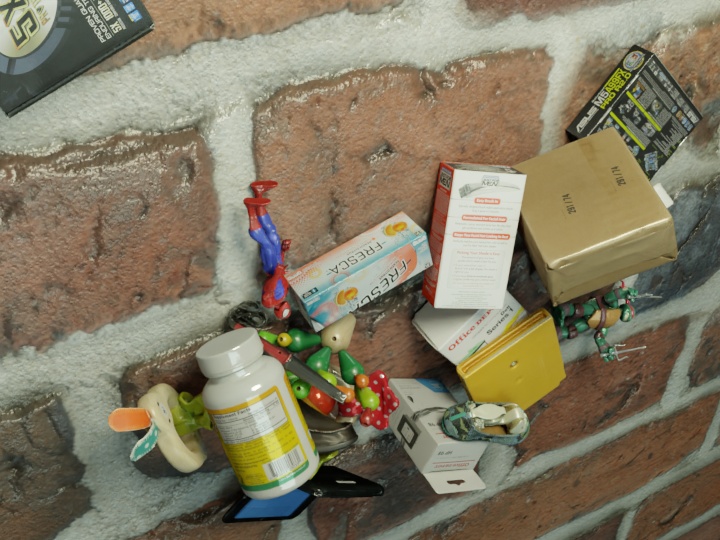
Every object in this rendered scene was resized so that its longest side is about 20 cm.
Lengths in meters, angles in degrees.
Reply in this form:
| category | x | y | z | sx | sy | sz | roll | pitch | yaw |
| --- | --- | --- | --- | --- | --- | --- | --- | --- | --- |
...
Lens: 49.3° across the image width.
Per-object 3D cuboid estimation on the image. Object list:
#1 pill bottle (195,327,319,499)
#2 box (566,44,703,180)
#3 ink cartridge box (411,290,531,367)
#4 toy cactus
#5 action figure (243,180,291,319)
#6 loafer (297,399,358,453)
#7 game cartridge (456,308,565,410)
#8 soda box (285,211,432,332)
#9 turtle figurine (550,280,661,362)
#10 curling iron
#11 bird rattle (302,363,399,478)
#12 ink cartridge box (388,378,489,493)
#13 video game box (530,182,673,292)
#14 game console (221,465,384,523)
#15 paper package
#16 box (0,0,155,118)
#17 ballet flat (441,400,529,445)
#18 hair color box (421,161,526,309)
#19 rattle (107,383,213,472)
| category | x | y | z | sx | sy | sz | roll | pitch | yaw |
| --- | --- | --- | --- | --- | --- | --- | --- | --- | --- |
| pill bottle | -0.137 | 0.182 | 1.015 | 0.112 | 0.113 | 0.201 | -25 | 105 | -15 |
| box | 0.430 | -0.229 | 1.221 | 0.200 | 0.044 | 0.160 | 27 | 106 | -42 |
| ink cartridge box | 0.200 | 0.095 | 1.286 | 0.145 | 0.084 | 0.200 | -45 | 135 | 6 |
| toy cactus | -0.050 | 0.129 | 1.118 | 0.103 | 0.199 | 0.165 | 102 | 15 | -45 |
| action figure | -0.113 | -0.015 | 1.016 | 0.051 | 0.066 | 0.201 | 1 | 128 | 3 |
| loafer | -0.100 | 0.215 | 1.130 | 0.073 | 0.199 | 0.072 | -3 | 99 | -77 |
| game cartridge | 0.255 | 0.172 | 1.304 | 0.176 | 0.032 | 0.200 | -33 | 139 | -6 |
| soda box | 0.000 | 0.000 | 1.095 | 0.199 | 0.068 | 0.064 | -30 | 134 | -12 |
| turtle figurine | 0.441 | 0.091 | 1.430 | 0.199 | 0.101 | 0.151 | -6 | 112 | -11 |
| curling iron | -0.097 | 0.108 | 1.041 | 0.050 | 0.200 | 0.026 | -51 | 168 | 3 |
| bird rattle | -0.048 | 0.211 | 1.191 | 0.200 | 0.113 | 0.163 | -42 | 105 | 16 |
| ink cartridge box | 0.127 | 0.265 | 1.285 | 0.115 | 0.200 | 0.067 | 6 | 120 | -36 |
| video game box | 0.381 | -0.047 | 1.257 | 0.200 | 0.047 | 0.182 | -35 | 170 | -5 |
| game console | -0.088 | 0.379 | 1.272 | 0.200 | 0.175 | 0.117 | 22 | 82 | -55 |
| paper package | 0.323 | -0.079 | 1.124 | 0.190 | 0.201 | 0.104 | -21 | 139 | 5 |
| box | -0.306 | -0.268 | 0.686 | 0.163 | 0.086 | 0.200 | -33 | 134 | -7 |
| ballet flat | 0.221 | 0.240 | 1.256 | 0.199 | 0.074 | 0.075 | 5 | 119 | -39 |
| hair color box | 0.160 | -0.049 | 1.121 | 0.110 | 0.064 | 0.201 | 2 | 109 | -16 |
| rattle | -0.218 | 0.186 | 1.019 | 0.142 | 0.131 | 0.200 | -11 | 156 | 5 |
